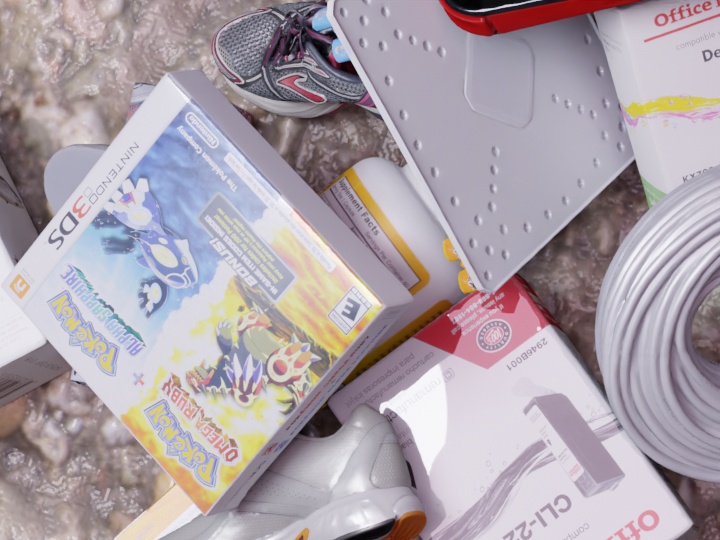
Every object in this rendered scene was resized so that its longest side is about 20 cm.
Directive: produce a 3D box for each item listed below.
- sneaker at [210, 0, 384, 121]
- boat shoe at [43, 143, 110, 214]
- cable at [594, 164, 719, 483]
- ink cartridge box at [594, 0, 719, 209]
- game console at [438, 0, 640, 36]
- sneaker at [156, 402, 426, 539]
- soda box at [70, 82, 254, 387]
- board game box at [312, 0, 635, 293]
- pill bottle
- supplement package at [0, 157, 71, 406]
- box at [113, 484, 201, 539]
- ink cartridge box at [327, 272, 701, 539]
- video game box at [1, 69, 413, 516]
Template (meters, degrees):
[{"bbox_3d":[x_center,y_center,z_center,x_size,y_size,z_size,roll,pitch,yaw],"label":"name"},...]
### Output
[{"bbox_3d":[-0.021,-0.142,1.734,0.200,0.075,0.081,8,77,43],"label":"sneaker"},{"bbox_3d":[-0.100,-0.039,1.690,0.199,0.057,0.069,19,104,23],"label":"boat shoe"},{"bbox_3d":[0.236,0.030,1.655,0.199,0.069,0.201,-9,114,-10],"label":"cable"},{"bbox_3d":[0.215,-0.128,1.670,0.117,0.067,0.201,-20,108,-5],"label":"ink cartridge box"},{"bbox_3d":[0.120,-0.246,1.610,0.176,0.031,0.201,-10,75,19],"label":"game console"},{"bbox_3d":[-0.052,0.141,1.688,0.199,0.076,0.092,-20,70,25],"label":"sneaker"},{"bbox_3d":[-0.127,-0.015,1.767,0.063,0.068,0.201,10,85,20],"label":"soda box"},{"bbox_3d":[0.077,-0.116,1.669,0.026,0.200,0.200,-15,109,46],"label":"board game box"},{"bbox_3d":[0.000,0.000,1.722,0.200,0.113,0.113,-37,79,4],"label":"pill bottle"},{"bbox_3d":[-0.276,-0.011,1.771,0.117,0.117,0.200,-28,80,6],"label":"supplement package"},{"bbox_3d":[-0.080,0.237,1.747,0.119,0.041,0.200,-42,81,3],"label":"box"},{"bbox_3d":[0.097,0.122,1.705,0.144,0.084,0.200,-37,79,5],"label":"ink cartridge box"},{"bbox_3d":[-0.096,0.013,1.636,0.200,0.047,0.182,46,115,15],"label":"video game box"}]
